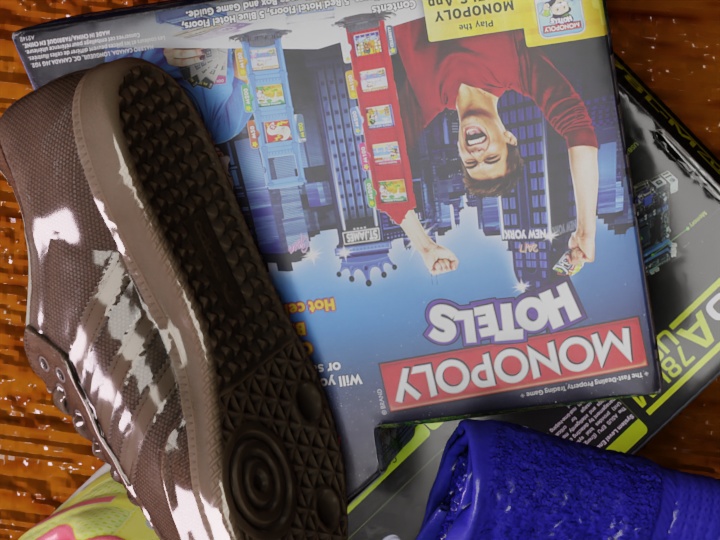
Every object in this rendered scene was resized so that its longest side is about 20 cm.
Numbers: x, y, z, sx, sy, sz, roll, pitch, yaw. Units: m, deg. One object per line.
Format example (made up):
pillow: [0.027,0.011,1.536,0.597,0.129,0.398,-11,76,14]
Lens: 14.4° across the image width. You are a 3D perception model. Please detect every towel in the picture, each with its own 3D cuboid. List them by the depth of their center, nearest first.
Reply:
towel: [0.103,0.130,0.960,0.200,0.050,0.148,12,127,-14]

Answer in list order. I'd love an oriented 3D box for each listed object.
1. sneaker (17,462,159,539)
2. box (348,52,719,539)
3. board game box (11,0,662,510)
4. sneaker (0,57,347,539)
sneaker: [-0.124,0.140,1.042,0.078,0.090,0.200,39,116,3]
box: [0.027,0.000,1.013,0.193,0.048,0.200,45,105,0]
board game box: [0.000,0.000,0.964,0.200,0.062,0.200,-7,98,14]
sneaker: [-0.065,0.032,0.928,0.075,0.070,0.200,-16,93,34]
